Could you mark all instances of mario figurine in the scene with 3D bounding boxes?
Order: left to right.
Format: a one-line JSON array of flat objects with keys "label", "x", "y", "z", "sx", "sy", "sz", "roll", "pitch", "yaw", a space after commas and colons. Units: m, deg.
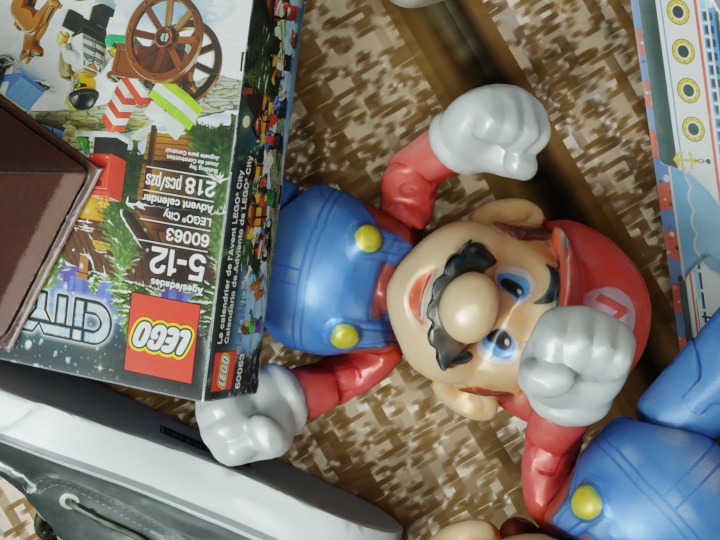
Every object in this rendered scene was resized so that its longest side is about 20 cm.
[{"label": "mario figurine", "x": 0.000, "y": 0.000, "z": 0.875, "sx": 0.200, "sy": 0.106, "sz": 0.124, "roll": 12, "pitch": 131, "yaw": 9}, {"label": "mario figurine", "x": 0.087, "y": 0.090, "z": 0.814, "sx": 0.200, "sy": 0.106, "sz": 0.123, "roll": -44, "pitch": 53, "yaw": 3}]

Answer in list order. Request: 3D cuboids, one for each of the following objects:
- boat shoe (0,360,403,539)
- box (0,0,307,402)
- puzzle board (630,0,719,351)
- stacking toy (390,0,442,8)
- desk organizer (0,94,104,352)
[{"label": "boat shoe", "x": -0.084, "y": 0.079, "z": 0.910, "sx": 0.200, "sy": 0.069, "sz": 0.057, "roll": 23, "pitch": 97, "yaw": -2}, {"label": "box", "x": -0.120, "y": -0.041, "z": 0.873, "sx": 0.200, "sy": 0.038, "sz": 0.137, "roll": 10, "pitch": 96, "yaw": 27}, {"label": "puzzle board", "x": 0.160, "y": -0.029, "z": 0.849, "sx": 0.151, "sy": 0.017, "sz": 0.200, "roll": 5, "pitch": 113, "yaw": 38}, {"label": "stacking toy", "x": 0.012, "y": -0.195, "z": 0.873, "sx": 0.085, "sy": 0.085, "sz": 0.200, "roll": -23, "pitch": 91, "yaw": 5}, {"label": "desk organizer", "x": -0.191, "y": -0.056, "z": 0.844, "sx": 0.200, "sy": 0.077, "sz": 0.072, "roll": 35, "pitch": 107, "yaw": 22}]
